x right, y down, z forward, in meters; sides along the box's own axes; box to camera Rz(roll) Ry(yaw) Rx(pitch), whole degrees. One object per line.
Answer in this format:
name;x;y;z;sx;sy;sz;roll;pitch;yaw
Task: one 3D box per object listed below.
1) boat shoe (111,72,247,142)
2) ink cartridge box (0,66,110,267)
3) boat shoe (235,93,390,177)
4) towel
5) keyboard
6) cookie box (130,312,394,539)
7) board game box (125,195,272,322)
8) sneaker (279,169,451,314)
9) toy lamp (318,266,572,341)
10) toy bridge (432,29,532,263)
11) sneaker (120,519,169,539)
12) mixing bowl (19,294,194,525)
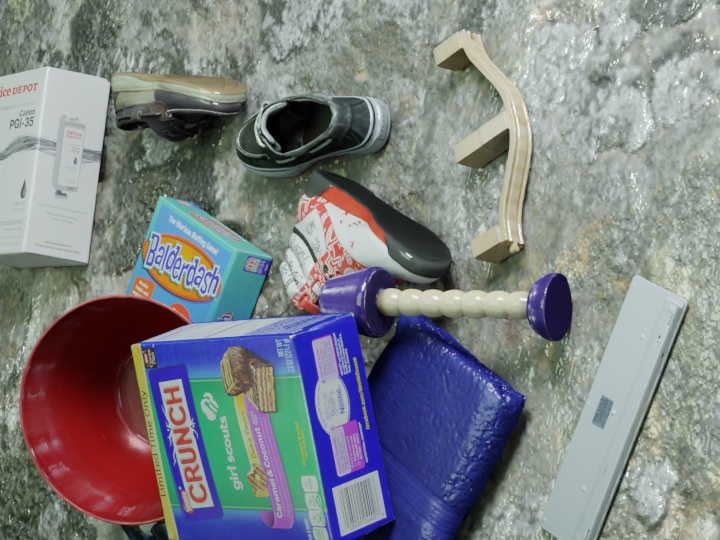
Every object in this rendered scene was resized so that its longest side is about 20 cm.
boat shoe;-0.177;-0.157;1.829;0.200;0.072;0.065;11;102;49
ink cartridge box;-0.346;-0.108;2.011;0.146;0.083;0.201;-3;79;51
boat shoe;-0.059;-0.129;1.666;0.200;0.071;0.072;-10;73;50
towel;0.045;0.149;1.488;0.148;0.049;0.200;40;111;41
keyboard;0.180;0.105;1.358;0.056;0.011;0.200;34;107;55
cookie box;-0.081;0.128;1.500;0.200;0.075;0.172;-6;98;46
board game box;-0.170;0.049;1.779;0.152;0.045;0.200;32;105;50
sneaker;0.001;0.000;1.564;0.201;0.067;0.108;39;112;52
toy lamp;0.060;0.026;1.439;0.200;0.058;0.058;3;83;31
toy bridge;0.104;-0.103;1.491;0.067;0.027;0.201;-33;56;41
sneaker;-0.157;0.235;1.706;0.076;0.077;0.200;57;155;-11
mixing bowl;-0.188;0.117;1.670;0.200;0.108;0.201;1;94;17
